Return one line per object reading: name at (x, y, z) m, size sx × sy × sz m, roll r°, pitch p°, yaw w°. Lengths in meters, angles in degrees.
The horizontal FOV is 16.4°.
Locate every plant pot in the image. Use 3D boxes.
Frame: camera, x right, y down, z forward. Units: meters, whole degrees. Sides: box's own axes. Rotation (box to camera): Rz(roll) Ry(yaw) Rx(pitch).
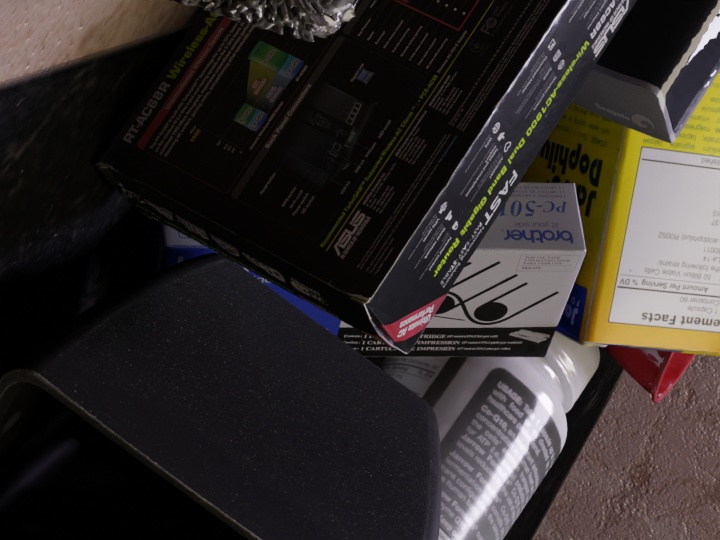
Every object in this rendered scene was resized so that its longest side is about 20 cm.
plant pot at (-0.075, 0.111, 1.113) m, size 0.200 × 0.199 × 0.177 m, roll -53°, pitch -177°, yaw 38°

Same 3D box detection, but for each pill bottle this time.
pill bottle at (0.044, 0.101, 1.395) m, size 0.200 × 0.114 × 0.114 m, roll -53°, pitch 167°, yaw -26°

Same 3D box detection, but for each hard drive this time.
hard drive at (0.091, -0.159, 1.152) m, size 0.135 × 0.200 × 0.042 m, roll -57°, pitch 156°, yaw -2°

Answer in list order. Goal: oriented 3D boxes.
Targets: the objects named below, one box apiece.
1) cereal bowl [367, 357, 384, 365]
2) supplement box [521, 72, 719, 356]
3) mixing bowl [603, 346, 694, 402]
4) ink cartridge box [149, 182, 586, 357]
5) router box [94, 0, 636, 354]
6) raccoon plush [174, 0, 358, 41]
cereal bowl at (-0.042, 0.054, 1.404) m, size 0.200 × 0.083 × 0.200 m, roll -56°, pitch 168°, yaw -18°
supplement box at (0.153, -0.065, 1.275) m, size 0.110 × 0.109 × 0.200 m, roll -151°, pitch -111°, yaw -64°
mixing bowl at (0.176, -0.035, 1.448) m, size 0.200 × 0.108 × 0.200 m, roll -56°, pitch 167°, yaw -19°
ink cartridge box at (0.000, 0.000, 1.203) m, size 0.094 × 0.200 × 0.044 m, roll 104°, pitch -16°, yaw -54°
router box at (0.005, -0.084, 1.077) m, size 0.200 × 0.150 × 0.062 m, roll -56°, pitch 153°, yaw -10°
raccoon plush at (-0.039, -0.159, 0.898) m, size 0.134 × 0.097 × 0.200 m, roll -70°, pitch 165°, yaw 13°
